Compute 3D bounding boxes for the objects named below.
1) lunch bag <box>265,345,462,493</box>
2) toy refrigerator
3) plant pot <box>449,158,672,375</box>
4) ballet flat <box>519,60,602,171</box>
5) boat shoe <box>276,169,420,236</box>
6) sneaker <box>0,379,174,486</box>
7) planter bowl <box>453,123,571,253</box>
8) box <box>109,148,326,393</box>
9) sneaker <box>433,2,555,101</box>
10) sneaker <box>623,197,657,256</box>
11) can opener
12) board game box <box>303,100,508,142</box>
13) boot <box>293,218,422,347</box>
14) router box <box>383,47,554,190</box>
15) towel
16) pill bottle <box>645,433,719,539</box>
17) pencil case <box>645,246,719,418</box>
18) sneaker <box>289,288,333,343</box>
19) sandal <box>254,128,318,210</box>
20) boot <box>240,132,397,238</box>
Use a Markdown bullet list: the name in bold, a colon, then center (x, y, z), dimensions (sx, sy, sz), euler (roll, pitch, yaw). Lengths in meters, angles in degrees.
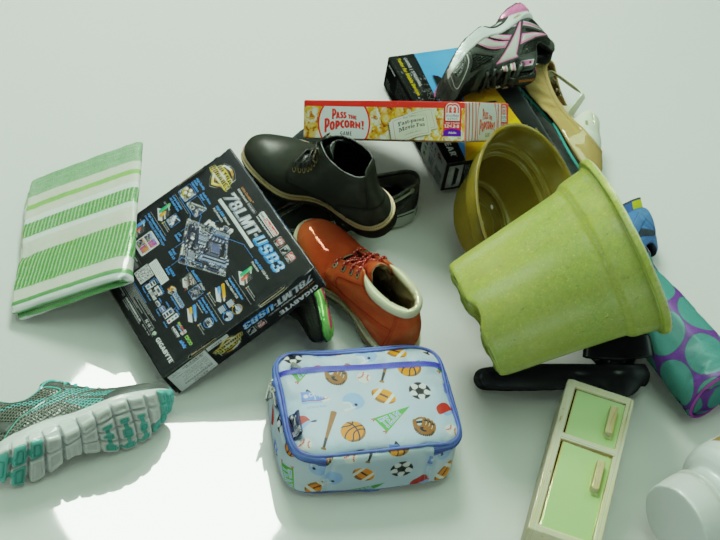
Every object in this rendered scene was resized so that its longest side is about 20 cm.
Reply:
- **lunch bag**: center (-0.002, 0.147, 1.653), dimensions (0.198, 0.076, 0.161), euler (-1, 47, -13)
- **toy refrigerator**: center (0.222, 0.212, 1.639), dimensions (0.075, 0.070, 0.201), euler (18, 48, 6)
- **plant pot**: center (0.199, 0.013, 1.670), dimensions (0.183, 0.201, 0.201), euler (-25, 54, 0)
- **ballet flat**: center (0.262, -0.193, 1.997), dimensions (0.063, 0.069, 0.201), euler (-37, 55, 9)
- **boat shoe**: center (-0.022, -0.076, 1.849), dimensions (0.199, 0.064, 0.071), euler (-17, 54, -23)
- **sneaker**: center (-0.287, 0.140, 1.606), dimensions (0.199, 0.078, 0.091), euler (-15, 49, -24)
- **planter bowl**: center (0.166, -0.061, 1.833), dimensions (0.199, 0.083, 0.202), euler (16, 67, -44)
- **box**: center (-0.168, -0.003, 1.714), dimensions (0.198, 0.050, 0.200), euler (-35, 58, -3)
- **sneaker**: center (0.175, -0.259, 1.974), dimensions (0.086, 0.081, 0.200), euler (41, 56, 11)
- **sneaker**: center (0.286, -0.027, 1.836), dimensions (0.199, 0.066, 0.079), euler (-19, 82, -50)
- **can opener**: center (0.222, 0.113, 1.738), dimensions (0.198, 0.063, 0.079), euler (-6, 76, -3)
- **board game box**: center (0.055, -0.173, 1.847), dimensions (0.198, 0.047, 0.151), euler (3, 6, 23)
- **boot**: center (0.000, 0.000, 1.744), dimensions (0.075, 0.108, 0.200), euler (-34, 67, -23)
- **router box**: center (0.132, -0.195, 1.991), dimensions (0.148, 0.051, 0.201), euler (-11, 51, -20)
- **towel**: center (-0.309, -0.045, 1.753), dimensions (0.151, 0.023, 0.201), euler (-18, 46, 16)
- **pill bottle**: center (0.395, 0.219, 1.635), dimensions (0.199, 0.115, 0.115), euler (-23, 57, -27)
- **pencil case**: center (0.343, 0.068, 1.778), dimensions (0.085, 0.092, 0.201), euler (-38, 60, 5)
- **sneaker**: center (-0.102, 0.019, 1.758), dimensions (0.084, 0.077, 0.200), euler (-39, 61, -15)
- **sandal**: center (-0.091, -0.132, 1.886), dimensions (0.075, 0.048, 0.201), euler (14, 41, 28)
- **boot**: center (-0.052, -0.127, 1.760), dimensions (0.199, 0.139, 0.078), euler (24, 71, 19)
